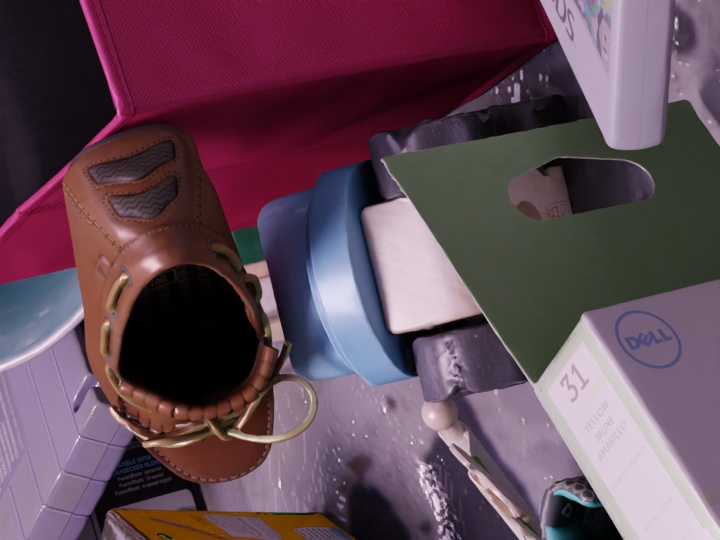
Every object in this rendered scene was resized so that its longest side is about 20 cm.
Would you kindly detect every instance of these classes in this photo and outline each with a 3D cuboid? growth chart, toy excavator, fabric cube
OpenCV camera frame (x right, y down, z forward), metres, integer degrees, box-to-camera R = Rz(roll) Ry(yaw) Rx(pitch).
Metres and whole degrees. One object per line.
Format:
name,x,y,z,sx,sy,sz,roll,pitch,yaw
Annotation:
growth chart,0.095,0.135,1.045,0.200,0.018,0.145,50,178,39
toy excavator,0.000,0.000,1.127,0.199,0.194,0.101,-12,91,28
fabric cube,-0.080,-0.127,1.129,0.200,0.198,0.197,-36,72,54

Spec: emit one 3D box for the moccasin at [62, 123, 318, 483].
moccasin,-0.060,0.028,1.054,0.202,0.073,0.078,91,160,-58

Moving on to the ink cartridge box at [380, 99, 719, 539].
ink cartridge box,0.116,0.015,0.934,0.201,0.145,0.048,59,141,25

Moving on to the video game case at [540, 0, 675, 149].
video game case,0.072,-0.172,0.951,0.182,0.024,0.201,-108,14,-52

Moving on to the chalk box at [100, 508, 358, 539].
chalk box,-0.054,0.217,1.232,0.124,0.123,0.201,31,111,46

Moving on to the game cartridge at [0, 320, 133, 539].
game cartridge,-0.159,0.054,1.378,0.130,0.038,0.200,-64,30,28

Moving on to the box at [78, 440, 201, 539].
box,-0.109,0.191,1.399,0.116,0.060,0.201,-26,79,55

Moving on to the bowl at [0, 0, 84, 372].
bowl,-0.176,-0.057,1.301,0.199,0.105,0.202,2,98,15

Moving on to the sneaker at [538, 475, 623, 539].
sneaker,0.102,0.084,0.965,0.078,0.091,0.200,-58,13,24

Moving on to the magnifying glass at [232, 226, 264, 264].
magnifying glass,-0.082,-0.066,1.309,0.079,0.022,0.201,-1,99,56
